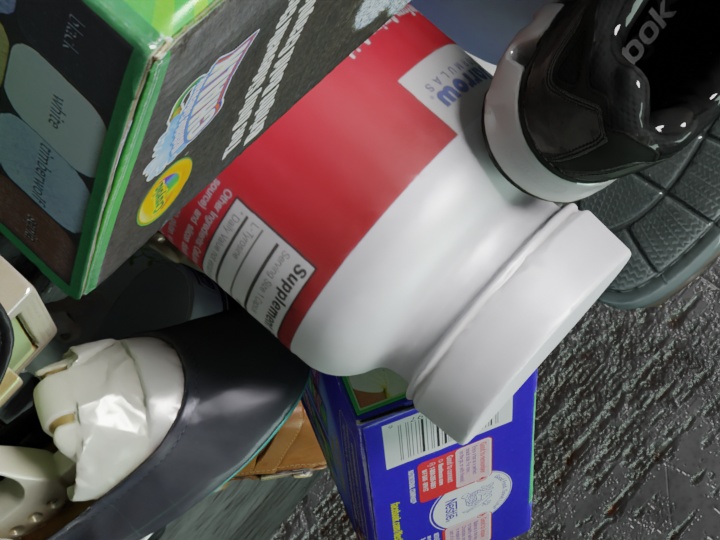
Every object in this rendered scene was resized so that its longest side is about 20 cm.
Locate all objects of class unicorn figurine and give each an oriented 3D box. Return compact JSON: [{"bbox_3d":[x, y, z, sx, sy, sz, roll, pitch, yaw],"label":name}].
[{"bbox_3d":[-0.102,0.030,0.946,0.074,0.137,0.200,-60,-175,12],"label":"unicorn figurine"}]

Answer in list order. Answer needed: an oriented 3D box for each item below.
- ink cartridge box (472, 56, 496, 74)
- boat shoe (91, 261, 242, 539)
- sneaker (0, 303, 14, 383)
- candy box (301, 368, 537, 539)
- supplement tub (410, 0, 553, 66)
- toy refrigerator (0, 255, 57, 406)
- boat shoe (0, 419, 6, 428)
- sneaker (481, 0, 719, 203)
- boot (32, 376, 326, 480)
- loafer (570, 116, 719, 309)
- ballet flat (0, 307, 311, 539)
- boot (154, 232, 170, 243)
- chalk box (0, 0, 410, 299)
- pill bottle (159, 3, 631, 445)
[{"bbox_3d":[0.015,-0.068,1.203,0.147,0.083,0.200,-49,172,-3],"label":"ink cartridge box"},{"bbox_3d":[-0.103,0.094,0.868,0.068,0.073,0.200,34,84,-38],"label":"boat shoe"},{"bbox_3d":[-0.140,0.031,0.626,0.071,0.083,0.200,-31,147,-24],"label":"sneaker"},{"bbox_3d":[0.000,0.000,0.873,0.077,0.201,0.169,-21,153,-8],"label":"candy box"},{"bbox_3d":[0.094,-0.185,0.829,0.200,0.144,0.144,-46,172,-19],"label":"supplement tub"},{"bbox_3d":[-0.193,0.067,0.732,0.200,0.070,0.076,-48,172,-11],"label":"toy refrigerator"},{"bbox_3d":[-0.180,0.088,0.905,0.072,0.076,0.200,-53,174,15],"label":"boat shoe"},{"bbox_3d":[0.116,-0.106,0.653,0.201,0.066,0.090,-57,-161,-10],"label":"sneaker"},{"bbox_3d":[-0.080,0.067,1.061,0.200,0.154,0.074,145,-51,-82],"label":"boot"},{"bbox_3d":[0.142,-0.073,0.745,0.063,0.072,0.201,12,109,-50],"label":"loafer"},{"bbox_3d":[-0.109,0.071,0.787,0.200,0.073,0.073,-34,176,14],"label":"ballet flat"},{"bbox_3d":[-0.075,-0.019,1.084,0.200,0.073,0.076,112,-8,-59],"label":"boot"},{"bbox_3d":[-0.063,-0.089,0.492,0.200,0.124,0.125,-44,172,-28],"label":"chalk box"},{"bbox_3d":[-0.013,-0.040,0.725,0.112,0.200,0.112,-48,173,-8],"label":"pill bottle"}]
